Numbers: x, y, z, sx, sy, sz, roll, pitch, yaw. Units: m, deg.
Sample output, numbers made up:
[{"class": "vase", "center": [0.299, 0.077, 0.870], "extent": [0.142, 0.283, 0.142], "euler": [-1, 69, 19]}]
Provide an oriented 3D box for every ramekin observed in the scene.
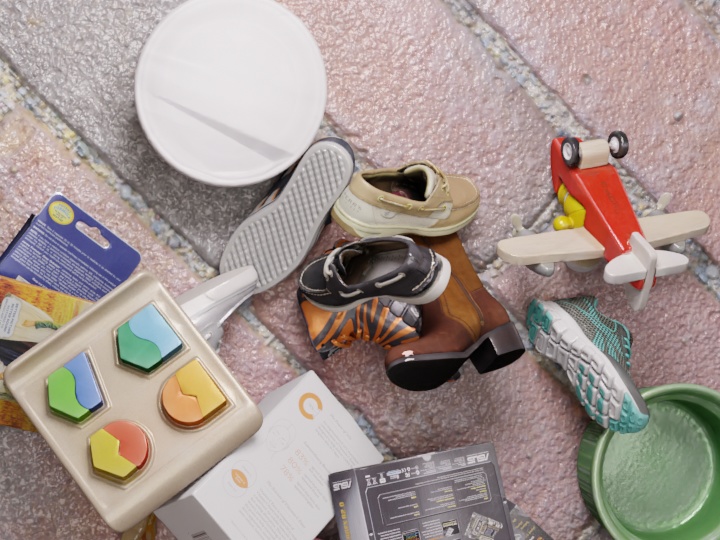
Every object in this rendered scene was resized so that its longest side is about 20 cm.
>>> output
[{"class": "ramekin", "center": [0.337, 0.221, 1.687], "extent": [0.199, 0.098, 0.201], "euler": [0, 90, -10]}, {"class": "ramekin", "center": [-0.139, -0.186, 1.600], "extent": [0.201, 0.094, 0.203], "euler": [0, 90, -11]}]

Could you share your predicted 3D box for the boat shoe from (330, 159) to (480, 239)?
[{"class": "boat shoe", "center": [0.061, -0.080, 1.607], "extent": [0.200, 0.067, 0.074], "euler": [-13, 50, -44]}]

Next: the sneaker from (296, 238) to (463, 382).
[{"class": "sneaker", "center": [0.012, 0.070, 1.646], "extent": [0.200, 0.078, 0.112], "euler": [44, 87, 3]}]

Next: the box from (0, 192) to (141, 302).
[{"class": "box", "center": [-0.332, 0.030, 1.587], "extent": [0.121, 0.032, 0.200], "euler": [38, 84, -20]}]

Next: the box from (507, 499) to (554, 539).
[{"class": "box", "center": [0.156, 0.380, 1.680], "extent": [0.158, 0.050, 0.200], "euler": [43, 83, -8]}]

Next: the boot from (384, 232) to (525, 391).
[{"class": "boot", "center": [0.062, 0.018, 1.585], "extent": [0.188, 0.069, 0.200], "euler": [-14, 64, -35]}]

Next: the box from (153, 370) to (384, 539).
[{"class": "box", "center": [-0.093, 0.220, 1.568], "extent": [0.125, 0.097, 0.200], "euler": [51, 54, -7]}]

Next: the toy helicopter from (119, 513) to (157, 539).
[{"class": "toy helicopter", "center": [-0.215, 0.214, 1.581], "extent": [0.079, 0.132, 0.201], "euler": [22, 105, 19]}]

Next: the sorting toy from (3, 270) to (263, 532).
[{"class": "sorting toy", "center": [-0.223, 0.124, 1.492], "extent": [0.185, 0.036, 0.200], "euler": [-36, 80, -13]}]

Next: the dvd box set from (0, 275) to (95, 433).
[{"class": "dvd box set", "center": [-0.308, 0.098, 1.563], "extent": [0.199, 0.029, 0.147], "euler": [19, 88, -34]}]

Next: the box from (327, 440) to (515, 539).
[{"class": "box", "center": [0.071, 0.270, 1.578], "extent": [0.199, 0.048, 0.159], "euler": [-6, 81, -39]}]

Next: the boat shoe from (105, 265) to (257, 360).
[{"class": "boat shoe", "center": [-0.181, 0.069, 1.573], "extent": [0.200, 0.072, 0.069], "euler": [-37, 104, -25]}]

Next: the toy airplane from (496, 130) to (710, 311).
[{"class": "toy airplane", "center": [0.265, -0.037, 1.652], "extent": [0.199, 0.141, 0.199], "euler": [28, 53, 4]}]

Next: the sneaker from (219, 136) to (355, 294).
[{"class": "sneaker", "center": [-0.071, -0.059, 1.628], "extent": [0.078, 0.079, 0.200], "euler": [40, 108, -5]}]

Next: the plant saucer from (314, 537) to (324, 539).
[{"class": "plant saucer", "center": [-0.080, 0.380, 1.637], "extent": [0.200, 0.051, 0.202], "euler": [0, 91, -11]}]

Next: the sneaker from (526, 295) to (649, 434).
[{"class": "sneaker", "center": [0.264, 0.091, 1.644], "extent": [0.091, 0.200, 0.078], "euler": [-15, 137, -22]}]

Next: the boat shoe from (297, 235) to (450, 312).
[{"class": "boat shoe", "center": [0.000, 0.000, 1.538], "extent": [0.060, 0.200, 0.074], "euler": [34, 69, -38]}]
